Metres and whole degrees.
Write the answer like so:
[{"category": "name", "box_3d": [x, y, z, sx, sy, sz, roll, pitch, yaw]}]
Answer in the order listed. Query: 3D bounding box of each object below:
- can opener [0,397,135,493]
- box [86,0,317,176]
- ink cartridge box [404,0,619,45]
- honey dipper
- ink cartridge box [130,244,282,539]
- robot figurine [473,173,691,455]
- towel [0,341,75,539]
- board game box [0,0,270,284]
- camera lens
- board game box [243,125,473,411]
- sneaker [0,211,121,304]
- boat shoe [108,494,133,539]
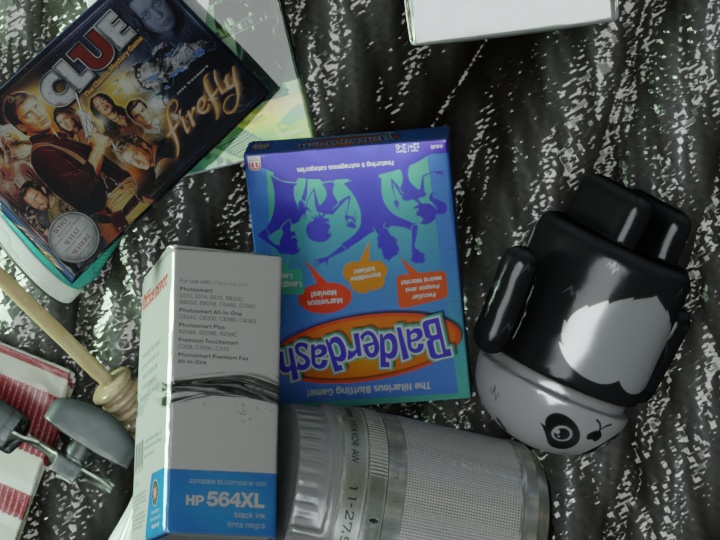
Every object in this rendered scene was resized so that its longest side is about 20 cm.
[{"category": "can opener", "box_3d": [-0.262, 0.102, 1.708, 0.200, 0.053, 0.067, 32, 81, 6]}, {"category": "box", "box_3d": [-0.124, -0.174, 1.691, 0.144, 0.036, 0.201, -14, 96, 7]}, {"category": "ink cartridge box", "box_3d": [0.105, -0.206, 1.582, 0.146, 0.200, 0.083, -6, 95, 6]}, {"category": "honey dipper", "box_3d": [-0.223, 0.049, 1.689, 0.038, 0.038, 0.200, -39, 112, 8]}, {"category": "ink cartridge box", "box_3d": [-0.110, 0.094, 1.609, 0.084, 0.146, 0.201, 5, 79, -13]}, {"category": "robot figurine", "box_3d": [0.163, 0.036, 1.639, 0.150, 0.125, 0.201, 25, 97, 2]}, {"category": "towel", "box_3d": [-0.315, 0.145, 1.751, 0.144, 0.023, 0.201, 21, 96, 5]}, {"category": "board game box", "box_3d": [-0.183, -0.108, 1.632, 0.135, 0.035, 0.200, 45, 76, -1]}, {"category": "camera lens", "box_3d": [0.028, 0.187, 1.631, 0.199, 0.160, 0.161, 13, 97, -14]}, {"category": "board game box", "box_3d": [0.000, 0.000, 1.676, 0.151, 0.045, 0.201, -5, 106, 6]}, {"category": "sneaker", "box_3d": [-0.244, -0.085, 1.686, 0.121, 0.084, 0.200, -40, 99, 13]}, {"category": "boat shoe", "box_3d": [-0.136, 0.178, 1.701, 0.073, 0.065, 0.201, 15, 99, -32]}]
